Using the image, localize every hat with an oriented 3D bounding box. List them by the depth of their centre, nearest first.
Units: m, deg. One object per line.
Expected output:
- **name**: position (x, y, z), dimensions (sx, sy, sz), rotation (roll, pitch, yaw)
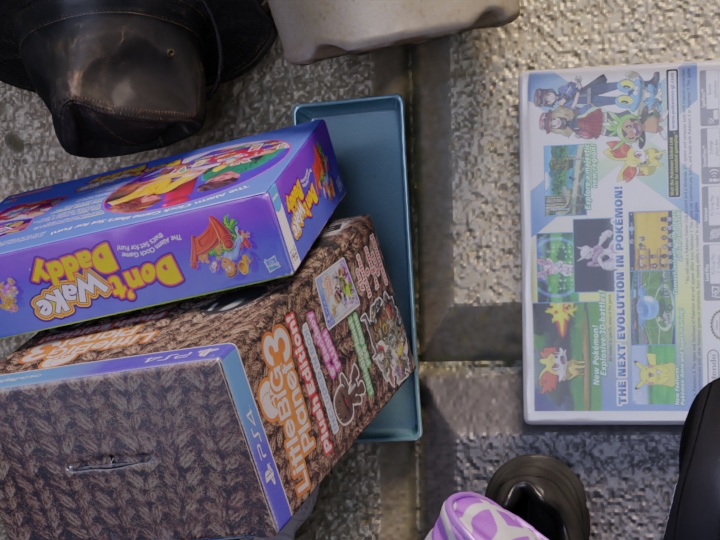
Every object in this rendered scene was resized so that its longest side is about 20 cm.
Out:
- **hat**: position (-0.141, -0.108, 1.100), dimensions (0.200, 0.201, 0.081), rotation (-9, 70, 18)

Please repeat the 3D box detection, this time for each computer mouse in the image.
- **computer mouse**: position (0.223, 0.162, 1.043), dimensions (0.140, 0.046, 0.201), rotation (14, 99, 18)

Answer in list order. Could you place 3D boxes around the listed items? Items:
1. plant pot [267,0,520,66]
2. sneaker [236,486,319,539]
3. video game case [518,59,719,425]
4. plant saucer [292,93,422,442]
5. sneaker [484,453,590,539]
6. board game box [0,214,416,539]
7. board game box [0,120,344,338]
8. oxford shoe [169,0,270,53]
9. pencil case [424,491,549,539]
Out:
- **plant pot**: position (0.007, -0.214, 1.079), dimensions (0.200, 0.200, 0.184), rotation (-10, 95, 18)
- **sneaker**: position (-0.108, 0.162, 1.107), dimensions (0.115, 0.200, 0.075), rotation (-3, 130, 36)
- **video game case**: position (0.178, -0.015, 1.089), dimensions (0.182, 0.022, 0.201), rotation (-1, 88, 19)
- **plant saucer**: position (0.000, 0.000, 1.151), dimensions (0.070, 0.019, 0.201), rotation (-4, 86, 19)
- **sneaker**: position (0.100, 0.201, 1.069), dimensions (0.076, 0.091, 0.201), rotation (-15, 85, 9)
- **board game box**: position (-0.086, 0.059, 1.056), dimensions (0.159, 0.200, 0.097), rotation (-9, 108, 26)
- **board game box**: position (-0.120, -0.021, 1.070), dimensions (0.200, 0.134, 0.045), rotation (-12, 107, 16)
- **oxford shoe**: position (-0.144, -0.153, 1.175), dimensions (0.200, 0.075, 0.071), rotation (-18, 80, 16)
- **pencil case**: position (0.027, 0.210, 1.008), dimensions (0.084, 0.085, 0.200), rotation (33, 104, 11)
